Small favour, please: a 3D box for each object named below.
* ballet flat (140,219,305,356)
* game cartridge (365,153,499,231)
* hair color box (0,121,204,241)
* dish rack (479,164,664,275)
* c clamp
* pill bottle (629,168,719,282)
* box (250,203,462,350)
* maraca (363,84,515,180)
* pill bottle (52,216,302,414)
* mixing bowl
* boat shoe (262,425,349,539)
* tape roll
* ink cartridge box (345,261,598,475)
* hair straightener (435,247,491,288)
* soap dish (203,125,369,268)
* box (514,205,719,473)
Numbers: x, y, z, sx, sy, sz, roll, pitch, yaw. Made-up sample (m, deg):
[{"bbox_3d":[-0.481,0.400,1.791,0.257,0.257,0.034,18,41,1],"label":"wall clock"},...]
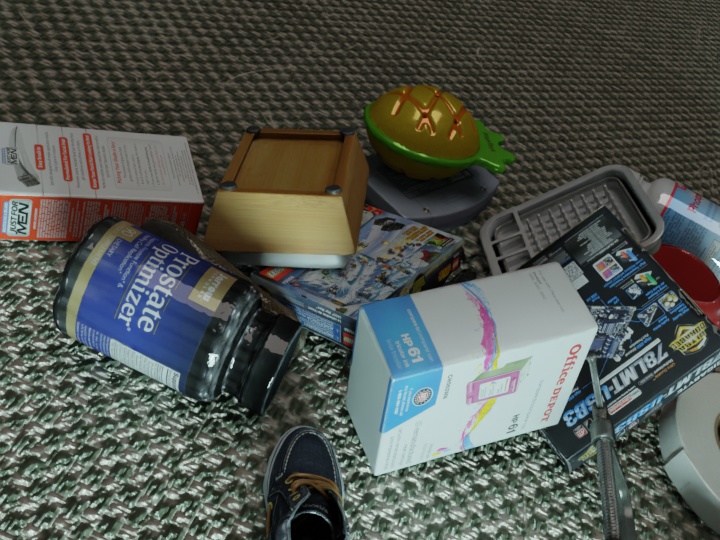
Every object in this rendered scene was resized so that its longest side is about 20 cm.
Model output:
[{"bbox_3d":[-0.133,0.017,0.862,0.198,0.068,0.046,34,25,9],"label":"ballet flat"},{"bbox_3d":[0.084,-0.107,1.135,0.198,0.041,0.133,-22,53,-42],"label":"game cartridge"},{"bbox_3d":[-0.270,-0.087,0.910,0.196,0.065,0.112,2,44,-27],"label":"hair color box"},{"bbox_3d":[0.247,-0.035,1.047,0.197,0.044,0.173,-25,33,12],"label":"dish rack"},{"bbox_3d":[0.217,0.205,0.768,0.027,0.172,0.203,-11,43,18],"label":"c clamp"},{"bbox_3d":[0.420,-0.052,1.182,0.198,0.110,0.109,31,39,9],"label":"pill bottle"},{"bbox_3d":[0.000,0.000,0.928,0.135,0.041,0.199,22,36,30],"label":"box"},{"bbox_3d":[0.096,-0.166,1.094,0.196,0.108,0.139,8,40,-19],"label":"maraca"},{"bbox_3d":[-0.155,0.043,0.778,0.197,0.113,0.112,25,38,3],"label":"pill bottle"},{"bbox_3d":[0.349,0.041,1.042,0.196,0.110,0.202,13,39,-11],"label":"mixing bowl"},{"bbox_3d":[-0.037,0.185,0.692,0.069,0.092,0.202,14,39,-11],"label":"boat shoe"},{"bbox_3d":[0.405,0.199,0.931,0.199,0.037,0.205,15,45,-15],"label":"tape roll"},{"bbox_3d":[0.096,0.087,0.796,0.196,0.146,0.085,-13,49,-18],"label":"ink cartridge box"},{"bbox_3d":[0.092,0.026,0.992,0.076,0.041,0.199,35,36,14],"label":"hair straightener"},{"bbox_3d":[-0.073,-0.084,0.947,0.153,0.083,0.201,2,31,4],"label":"soap dish"},{"bbox_3d":[0.233,0.065,0.911,0.198,0.050,0.200,-36,58,1],"label":"box"}]
